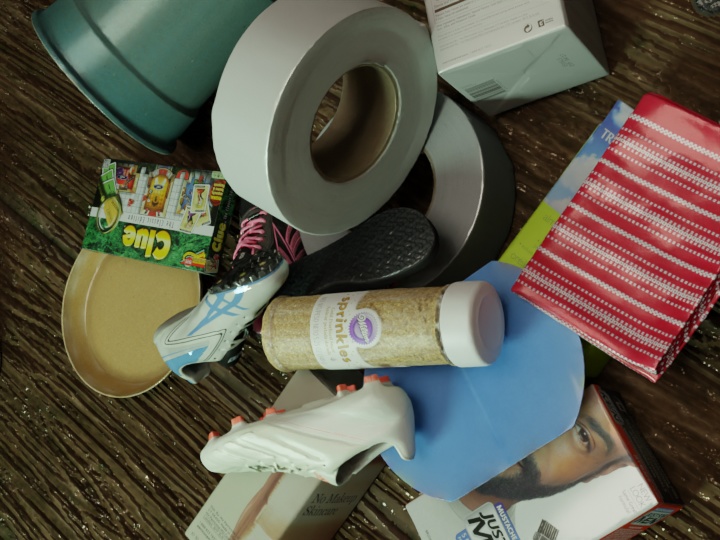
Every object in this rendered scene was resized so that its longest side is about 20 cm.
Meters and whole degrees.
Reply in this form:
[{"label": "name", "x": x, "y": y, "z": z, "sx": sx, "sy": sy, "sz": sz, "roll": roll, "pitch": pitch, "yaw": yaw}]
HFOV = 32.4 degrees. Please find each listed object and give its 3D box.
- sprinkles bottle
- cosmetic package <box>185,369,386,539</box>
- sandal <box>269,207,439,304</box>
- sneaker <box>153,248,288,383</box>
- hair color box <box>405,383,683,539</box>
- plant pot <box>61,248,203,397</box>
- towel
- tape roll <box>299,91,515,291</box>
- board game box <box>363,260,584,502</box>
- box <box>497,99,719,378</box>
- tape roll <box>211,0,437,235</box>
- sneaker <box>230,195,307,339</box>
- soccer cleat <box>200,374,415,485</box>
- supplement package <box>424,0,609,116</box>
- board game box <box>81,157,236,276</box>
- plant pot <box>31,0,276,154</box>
[{"label": "sprinkles bottle", "x": 0.016, "y": 0.048, "z": 1.023, "sx": 0.200, "sy": 0.068, "sz": 0.068, "roll": -5, "pitch": 77, "yaw": 31}, {"label": "cosmetic package", "x": -0.055, "y": 0.190, "z": 1.128, "sx": 0.087, "sy": 0.103, "sz": 0.200, "roll": 41, "pitch": 104, "yaw": 30}, {"label": "sandal", "x": 0.000, "y": 0.000, "z": 1.089, "sx": 0.200, "sy": 0.045, "sz": 0.075, "roll": -21, "pitch": 43, "yaw": 43}, {"label": "sneaker", "x": -0.117, "y": 0.042, "z": 1.120, "sx": 0.072, "sy": 0.072, "sz": 0.200, "roll": 49, "pitch": 136, "yaw": -4}, {"label": "hair color box", "x": 0.147, "y": 0.193, "z": 1.017, "sx": 0.200, "sy": 0.064, "sz": 0.111, "roll": -37, "pitch": 61, "yaw": 21}, {"label": "plant pot", "x": -0.241, "y": 0.037, "z": 1.329, "sx": 0.200, "sy": 0.027, "sz": 0.200, "roll": -7, "pitch": 77, "yaw": 33}, {"label": "towel", "x": 0.227, "y": -0.032, "z": 0.962, "sx": 0.145, "sy": 0.022, "sz": 0.200, "roll": 34, "pitch": 88, "yaw": 30}, {"label": "tape roll", "x": 0.040, "y": -0.066, "z": 1.141, "sx": 0.200, "sy": 0.066, "sz": 0.201, "roll": -8, "pitch": 75, "yaw": 32}, {"label": "board game box", "x": 0.099, "y": 0.095, "z": 1.026, "sx": 0.200, "sy": 0.039, "sz": 0.158, "roll": -36, "pitch": 61, "yaw": 18}, {"label": "box", "x": 0.204, "y": -0.026, "z": 1.033, "sx": 0.122, "sy": 0.048, "sz": 0.200, "roll": 43, "pitch": 104, "yaw": 31}, {"label": "tape roll", "x": -0.026, "y": -0.134, "z": 1.037, "sx": 0.071, "sy": 0.202, "sz": 0.203, "roll": 30, "pitch": 97, "yaw": 36}, {"label": "sneaker", "x": -0.091, "y": -0.016, "z": 1.200, "sx": 0.079, "sy": 0.095, "sz": 0.200, "roll": -27, "pitch": 65, "yaw": 29}, {"label": "soccer cleat", "x": -0.047, "y": 0.148, "z": 1.034, "sx": 0.200, "sy": 0.069, "sz": 0.078, "roll": -20, "pitch": 76, "yaw": 23}, {"label": "supplement package", "x": 0.126, "y": -0.260, "z": 1.086, "sx": 0.120, "sy": 0.121, "sz": 0.200, "roll": -17, "pitch": 70, "yaw": 24}, {"label": "board game box", "x": -0.211, "y": -0.058, "z": 1.290, "sx": 0.200, "sy": 0.023, "sz": 0.105, "roll": 9, "pitch": 87, "yaw": 40}, {"label": "plant pot", "x": -0.195, "y": -0.258, "z": 1.271, "sx": 0.196, "sy": 0.200, "sz": 0.200, "roll": -41, "pitch": 60, "yaw": 11}]
